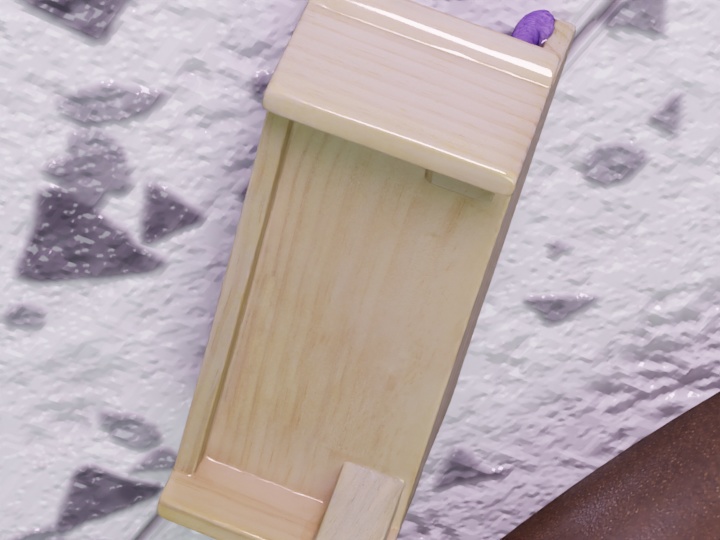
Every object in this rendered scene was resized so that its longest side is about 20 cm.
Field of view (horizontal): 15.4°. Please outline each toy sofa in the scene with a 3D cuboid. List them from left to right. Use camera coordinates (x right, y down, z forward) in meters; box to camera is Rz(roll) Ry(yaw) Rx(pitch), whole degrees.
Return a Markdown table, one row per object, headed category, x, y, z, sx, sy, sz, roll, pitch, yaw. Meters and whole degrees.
| category | x | y | z | sx | sy | sz | roll | pitch | yaw |
| --- | --- | --- | --- | --- | --- | --- | --- | --- | --- |
| toy sofa | 0.000 | 0.000 | 0.867 | 0.083 | 0.098 | 0.200 | 19 | 131 | 3 |

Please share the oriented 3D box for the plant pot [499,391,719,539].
| category | x | y | z | sx | sy | sz | roll | pitch | yaw |
| --- | --- | --- | --- | --- | --- | --- | --- | --- | --- |
| plant pot | 0.138 | 0.126 | 0.959 | 0.187 | 0.187 | 0.200 | 30 | 107 | -34 |
